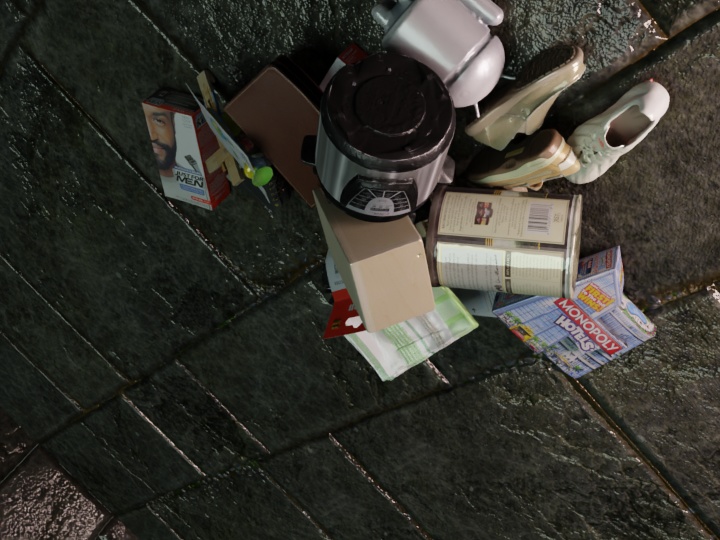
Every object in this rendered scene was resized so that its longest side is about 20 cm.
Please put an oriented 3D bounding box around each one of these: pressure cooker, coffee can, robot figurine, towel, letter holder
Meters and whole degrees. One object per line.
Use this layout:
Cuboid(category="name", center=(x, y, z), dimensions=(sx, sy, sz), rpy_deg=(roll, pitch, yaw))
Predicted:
Cuboid(category="pressure cooker", center=(0.029, -0.161, 1.263), dimensions=(0.176, 0.178, 0.200), rpy_deg=(48, 159, 14))
Cuboid(category="coffee can", center=(0.203, -0.040, 1.353), dimensions=(0.199, 0.147, 0.147), rpy_deg=(6, 132, 16))
Cuboid(category="robot figurine", center=(0.108, -0.295, 1.265), dimensions=(0.200, 0.113, 0.170), rpy_deg=(43, 121, -5))
Cuboid(category="towel", center=(0.067, 0.083, 1.529), dimensions=(0.200, 0.031, 0.149), rpy_deg=(-34, 105, 32))
Cuboid(category="letter holder", center=(-0.074, -0.218, 1.413), dimensions=(0.200, 0.101, 0.142), rpy_deg=(48, 138, -11))

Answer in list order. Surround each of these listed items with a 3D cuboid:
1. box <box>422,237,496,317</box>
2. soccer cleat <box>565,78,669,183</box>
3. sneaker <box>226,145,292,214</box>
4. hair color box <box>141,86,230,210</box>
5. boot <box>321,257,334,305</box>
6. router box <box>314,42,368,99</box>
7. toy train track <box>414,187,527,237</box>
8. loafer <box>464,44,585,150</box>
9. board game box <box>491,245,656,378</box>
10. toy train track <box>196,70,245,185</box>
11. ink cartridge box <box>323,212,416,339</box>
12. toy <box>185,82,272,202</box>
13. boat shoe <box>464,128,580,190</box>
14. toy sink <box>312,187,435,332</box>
Cuboid(category="box", center=(0.192, 0.004, 1.544), dimensions=(0.199, 0.041, 0.156), rpy_deg=(3, 129, 34))
Cuboid(category="soccer cleat", center=(0.319, -0.170, 1.252), dimensions=(0.069, 0.078, 0.200), rpy_deg=(40, 141, -2))
Cuboid(category="sneaker", center=(-0.142, -0.166, 1.614), dimensions=(0.106, 0.075, 0.200), rpy_deg=(43, 154, -12))
Cuboid(category="hair color box", center=(-0.304, -0.212, 1.698), dimensions=(0.110, 0.064, 0.201), rpy_deg=(17, 135, 25))
Cuboid(category="boot", center=(0.012, 0.000, 1.616), dimensions=(0.163, 0.073, 0.199), rpy_deg=(58, 132, 41))
Cuboid(category="router box", center=(0.004, -0.215, 1.471), dimensions=(0.179, 0.049, 0.200), rpy_deg=(40, 141, -1))
Cuboid(category="toy train track", center=(0.157, -0.090, 1.452), dimensions=(0.199, 0.032, 0.115), rpy_deg=(-23, 89, 37))
Cuboid(category="loafer", center=(0.226, -0.225, 1.277), dimensions=(0.068, 0.076, 0.200), rpy_deg=(40, 139, -18))
Cuboid(category="board game box", center=(0.338, 0.061, 1.441), dimensions=(0.200, 0.062, 0.200), rpy_deg=(41, 129, -14))
Cuboid(category="toy train track", center=(-0.221, -0.234, 1.582), dimensions=(0.115, 0.032, 0.201), rpy_deg=(-31, 73, 41))
Cuboid(category="ink cartridge box", center=(0.000, 0.000, 1.517), dimensions=(0.047, 0.201, 0.160), rpy_deg=(32, 150, -31))
Cuboid(category="toy", center=(-0.189, -0.205, 1.481), dimensions=(0.200, 0.047, 0.115), rpy_deg=(54, 172, 33))
Cuboid(category="boat shoe", center=(0.223, -0.138, 1.342), dimensions=(0.076, 0.072, 0.200), rpy_deg=(38, 164, -22))
Cuboid(category="toy sink", center=(0.021, -0.035, 1.369), dimensions=(0.200, 0.112, 0.131), rpy_deg=(-117, 10, -51))
